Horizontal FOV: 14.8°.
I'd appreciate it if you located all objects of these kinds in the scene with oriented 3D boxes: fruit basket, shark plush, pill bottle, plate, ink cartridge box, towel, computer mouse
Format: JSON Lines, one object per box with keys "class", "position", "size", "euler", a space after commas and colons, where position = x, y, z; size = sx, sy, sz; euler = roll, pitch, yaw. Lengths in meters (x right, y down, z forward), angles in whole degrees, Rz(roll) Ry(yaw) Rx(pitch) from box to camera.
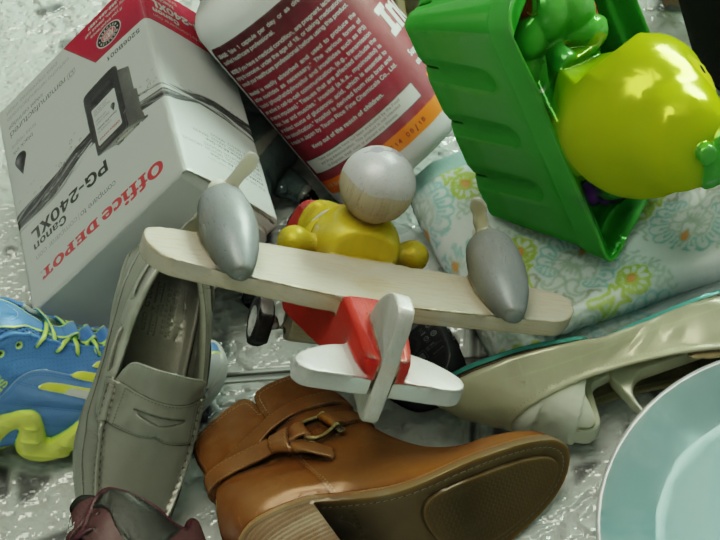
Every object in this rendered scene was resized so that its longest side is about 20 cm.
{"class": "fruit basket", "position": [0.148, -0.110, 1.636], "size": [0.214, 0.216, 0.156], "euler": [12, 50, 23]}
{"class": "shark plush", "position": [-0.060, -0.064, 1.802], "size": [0.083, 0.091, 0.201], "euler": [16, 36, -16]}
{"class": "pill bottle", "position": [-0.032, -0.150, 1.769], "size": [0.113, 0.200, 0.113], "euler": [-38, 13, 11]}
{"class": "plate", "position": [0.230, 0.135, 1.538], "size": [0.199, 0.026, 0.201], "euler": [-10, 56, 15]}
{"class": "ink cartridge box", "position": [-0.145, -0.064, 1.759], "size": [0.145, 0.083, 0.201], "euler": [-42, 39, 21]}
{"class": "towel", "position": [0.147, -0.029, 1.731], "size": [0.199, 0.048, 0.172], "euler": [-20, 44, -8]}
{"class": "computer mouse", "position": [0.010, 0.022, 1.718], "size": [0.059, 0.034, 0.200], "euler": [-37, 47, 3]}

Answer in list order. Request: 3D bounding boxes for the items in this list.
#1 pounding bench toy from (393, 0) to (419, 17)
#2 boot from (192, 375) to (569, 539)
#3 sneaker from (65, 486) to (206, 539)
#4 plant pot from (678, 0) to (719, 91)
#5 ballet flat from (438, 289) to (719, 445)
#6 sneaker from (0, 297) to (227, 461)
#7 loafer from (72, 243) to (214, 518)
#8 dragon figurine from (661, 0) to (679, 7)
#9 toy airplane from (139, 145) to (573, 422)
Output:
{"class": "pounding bench toy", "position": [0.042, -0.235, 1.884], "size": [0.124, 0.157, 0.200], "euler": [19, 51, 29]}
{"class": "boot", "position": [0.007, 0.108, 1.608], "size": [0.199, 0.074, 0.155], "euler": [-19, 38, -15]}
{"class": "sneaker", "position": [-0.172, 0.186, 1.548], "size": [0.199, 0.076, 0.116], "euler": [-11, 59, -13]}
{"class": "plant pot", "position": [0.308, -0.199, 1.776], "size": [0.177, 0.201, 0.200], "euler": [17, 50, 40]}
{"class": "ballet flat", "position": [0.145, 0.066, 1.628], "size": [0.199, 0.070, 0.070], "euler": [-17, 44, -8]}
{"class": "sneaker", "position": [-0.182, 0.060, 1.669], "size": [0.199, 0.105, 0.076], "euler": [-17, 44, -5]}
{"class": "loafer", "position": [-0.125, 0.073, 1.622], "size": [0.069, 0.070, 0.202], "euler": [11, 74, -19]}
{"class": "dragon figurine", "position": [0.213, -0.244, 1.870], "size": [0.059, 0.200, 0.100], "euler": [-8, 70, 33]}
{"class": "toy airplane", "position": [0.000, 0.000, 1.578], "size": [0.198, 0.142, 0.200], "euler": [18, 11, 28]}
